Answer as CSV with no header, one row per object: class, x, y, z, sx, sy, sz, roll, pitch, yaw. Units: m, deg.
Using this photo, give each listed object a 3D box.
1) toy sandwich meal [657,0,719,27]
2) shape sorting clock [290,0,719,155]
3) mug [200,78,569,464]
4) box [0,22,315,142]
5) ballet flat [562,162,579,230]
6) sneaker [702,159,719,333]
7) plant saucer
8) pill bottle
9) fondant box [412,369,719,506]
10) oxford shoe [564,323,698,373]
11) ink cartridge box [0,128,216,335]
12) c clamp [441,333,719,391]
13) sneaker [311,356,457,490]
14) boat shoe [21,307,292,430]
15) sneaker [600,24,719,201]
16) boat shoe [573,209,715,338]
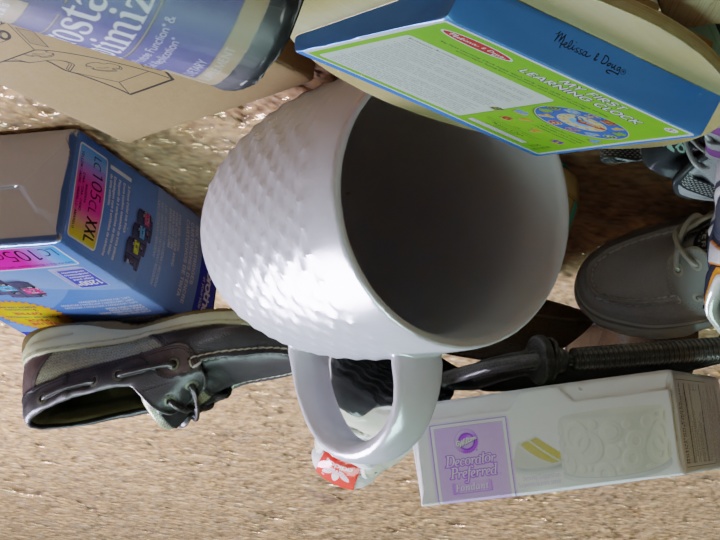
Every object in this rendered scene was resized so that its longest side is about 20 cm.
toy sandwich meal,0.211,-0.140,0.921,0.204,0.071,0.205,7,161,3
shape sorting clock,0.063,-0.094,1.009,0.199,0.039,0.200,15,169,3
mug,0.000,0.000,1.215,0.147,0.201,0.175,0,174,-34
box,-0.148,-0.123,1.190,0.199,0.021,0.163,23,156,-38
ballet flat,0.028,-0.027,1.327,0.199,0.063,0.069,-4,157,32
sneaker,0.203,0.002,1.127,0.078,0.080,0.200,-2,169,18
plant saucer,0.041,0.024,1.395,0.199,0.036,0.200,11,-176,-1
pill bottle,-0.123,-0.153,0.961,0.199,0.112,0.112,15,160,-20
fondant box,0.121,0.093,1.301,0.143,0.059,0.200,-9,173,15
oxford shoe,0.169,0.066,1.505,0.072,0.085,0.200,7,162,-2
ink cartridge box,-0.177,-0.012,1.442,0.136,0.077,0.200,-3,159,29
c clamp,0.150,0.047,1.309,0.199,0.027,0.171,-4,174,-18
sneaker,0.006,0.092,1.375,0.070,0.094,0.200,31,-172,9
boat shoe,-0.116,0.066,1.425,0.200,0.066,0.072,-5,157,19
sneaker,0.166,-0.074,1.115,0.139,0.078,0.200,-9,154,38
boat shoe,0.207,-0.007,1.300,0.199,0.072,0.069,-2,156,27
